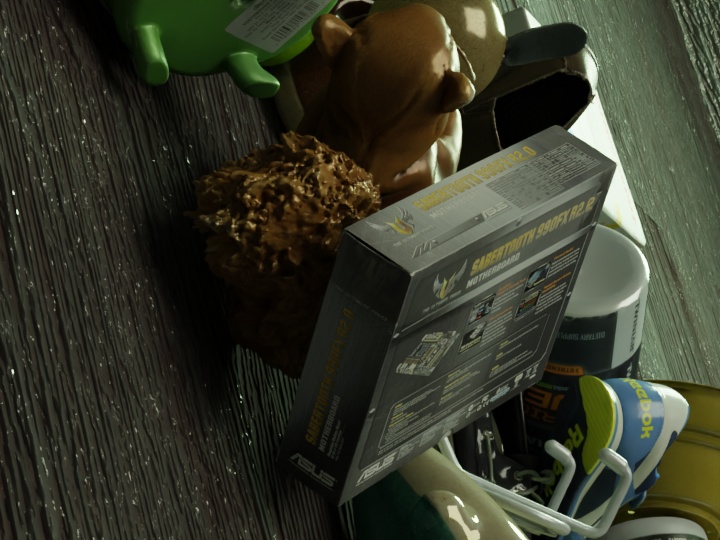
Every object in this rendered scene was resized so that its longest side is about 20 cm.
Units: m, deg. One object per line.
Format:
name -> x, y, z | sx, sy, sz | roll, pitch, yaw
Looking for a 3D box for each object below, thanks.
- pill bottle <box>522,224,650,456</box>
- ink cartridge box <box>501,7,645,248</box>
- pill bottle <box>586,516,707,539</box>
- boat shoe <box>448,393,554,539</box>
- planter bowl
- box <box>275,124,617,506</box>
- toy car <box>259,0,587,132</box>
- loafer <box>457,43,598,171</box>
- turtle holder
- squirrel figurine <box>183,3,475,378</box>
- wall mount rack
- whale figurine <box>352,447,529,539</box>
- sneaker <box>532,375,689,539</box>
pill bottle -> 0.151, 0.070, 1.632 | 0.107, 0.106, 0.201 | -91, -179, -49
ink cartridge box -> 0.108, -0.079, 1.686 | 0.200, 0.144, 0.148 | 31, 41, -64
pill bottle -> 0.228, 0.296, 1.674 | 0.112, 0.112, 0.201 | 42, 31, -56
boat shoe -> 0.098, 0.139, 1.537 | 0.073, 0.062, 0.201 | 38, 35, -60
planter bowl -> 0.239, 0.168, 1.756 | 0.200, 0.199, 0.084 | 49, 41, -49
box -> 0.048, 0.022, 1.224 | 0.048, 0.159, 0.200 | 33, 37, 25
toy car -> 0.040, -0.159, 1.474 | 0.165, 0.199, 0.158 | 58, 20, -33
loafer -> 0.082, -0.087, 1.534 | 0.073, 0.200, 0.071 | 44, 6, -15
turtle holder -> -0.098, -0.182, 1.226 | 0.185, 0.141, 0.132 | -10, 57, -34
squirrel figurine -> -0.004, -0.047, 1.219 | 0.141, 0.187, 0.200 | 31, 46, 7
wall mount rack -> 0.069, 0.105, 1.387 | 0.173, 0.075, 0.200 | 27, -7, -10
whale figurine -> 0.034, 0.166, 1.282 | 0.200, 0.104, 0.159 | 51, -9, 18
sneaker -> 0.166, 0.145, 1.569 | 0.200, 0.082, 0.074 | 118, -41, -50
